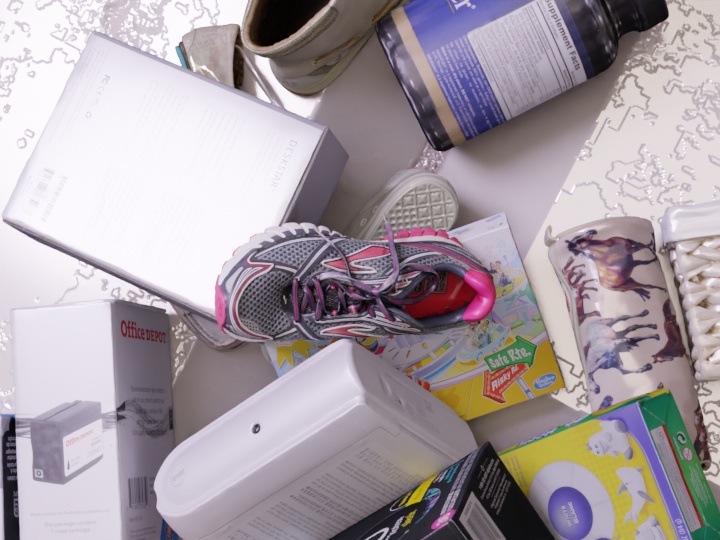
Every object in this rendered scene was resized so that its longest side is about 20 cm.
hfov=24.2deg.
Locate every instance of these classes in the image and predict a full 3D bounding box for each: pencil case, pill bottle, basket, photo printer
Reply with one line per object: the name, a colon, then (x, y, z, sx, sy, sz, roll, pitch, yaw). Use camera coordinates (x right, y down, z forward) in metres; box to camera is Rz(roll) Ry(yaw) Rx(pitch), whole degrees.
pencil case: (0.192, 0.059, 1.221, 0.089, 0.078, 0.202, -11, 83, -17)
pill bottle: (0.120, -0.179, 1.238, 0.199, 0.112, 0.113, -27, 81, 6)
basket: (0.318, 0.006, 1.178, 0.198, 0.136, 0.125, -9, 86, 8)
photo printer: (-0.036, 0.147, 1.200, 0.199, 0.166, 0.070, -34, 47, 20)

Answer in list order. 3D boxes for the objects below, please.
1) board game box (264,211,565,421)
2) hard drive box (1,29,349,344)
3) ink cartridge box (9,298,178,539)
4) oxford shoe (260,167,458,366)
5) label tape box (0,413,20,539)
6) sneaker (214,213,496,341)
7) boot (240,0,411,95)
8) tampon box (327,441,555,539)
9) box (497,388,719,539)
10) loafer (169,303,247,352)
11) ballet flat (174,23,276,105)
board game box: (0.037, 0.054, 1.243, 0.198, 0.034, 0.136, -20, 108, 7)
hard drive box: (-0.133, -0.060, 1.211, 0.198, 0.077, 0.157, 24, 83, 16)
ink cartridge box: (-0.195, 0.128, 1.246, 0.083, 0.145, 0.202, -4, 84, 10)
oxford shoe: (0.000, 0.000, 1.274, 0.075, 0.058, 0.200, 36, 107, -19)
label tape box: (-0.266, 0.208, 1.251, 0.065, 0.143, 0.202, -5, 84, 9)
sneaker: (-0.003, 0.010, 1.139, 0.198, 0.075, 0.082, -8, 110, -20)
boot: (-0.008, -0.227, 1.240, 0.072, 0.155, 0.201, 39, 92, 10)
tampon box: (0.030, 0.236, 1.123, 0.199, 0.150, 0.127, -34, 94, 19)
box: (0.154, 0.169, 1.187, 0.199, 0.048, 0.118, -30, 79, 45)
loafer: (-0.139, -0.032, 1.292, 0.071, 0.063, 0.202, -22, 82, 6)
ballet flat: (-0.088, -0.099, 1.291, 0.062, 0.067, 0.202, -18, 83, -2)
